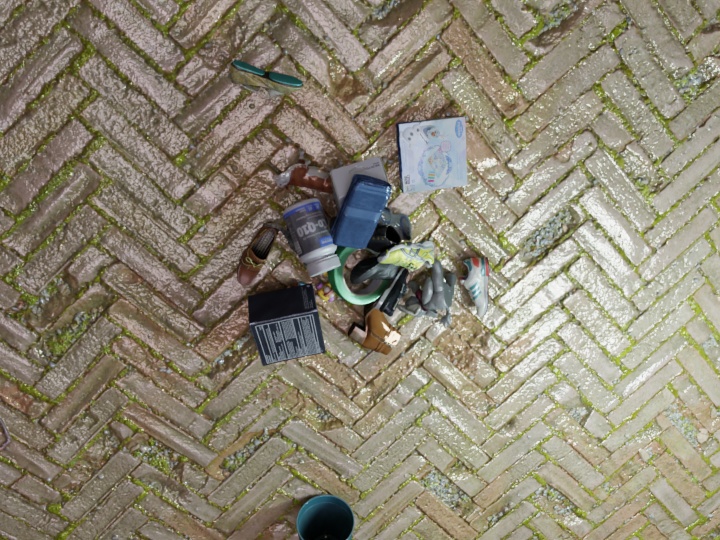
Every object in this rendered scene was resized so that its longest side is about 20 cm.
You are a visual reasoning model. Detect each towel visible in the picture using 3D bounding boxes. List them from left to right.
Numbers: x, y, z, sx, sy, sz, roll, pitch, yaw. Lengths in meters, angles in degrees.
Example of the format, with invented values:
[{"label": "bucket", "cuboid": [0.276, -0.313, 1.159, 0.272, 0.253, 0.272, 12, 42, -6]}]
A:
[{"label": "towel", "cuboid": [0.000, -0.151, 1.431, 0.111, 0.049, 0.201, 10, 123, -22]}]

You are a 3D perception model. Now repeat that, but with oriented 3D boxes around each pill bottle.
[{"label": "pill bottle", "cuboid": [-0.134, -0.091, 1.541, 0.113, 0.114, 0.201, -21, 88, -2]}]

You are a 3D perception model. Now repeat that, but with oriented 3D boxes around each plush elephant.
[{"label": "plush elephant", "cuboid": [0.204, 0.083, 1.699, 0.154, 0.164, 0.202, -9, 73, 30]}]

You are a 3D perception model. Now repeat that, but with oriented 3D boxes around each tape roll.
[{"label": "tape roll", "cuboid": [0.000, 0.000, 1.646, 0.199, 0.048, 0.202, -7, 105, -29]}]

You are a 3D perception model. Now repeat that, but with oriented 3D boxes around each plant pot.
[{"label": "plant pot", "cuboid": [-0.120, 0.924, 1.902, 0.198, 0.201, 0.189, -4, 124, -8]}]

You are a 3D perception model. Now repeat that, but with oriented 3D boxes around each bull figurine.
[{"label": "bull figurine", "cuboid": [-0.145, -0.273, 1.549, 0.198, 0.066, 0.122, 8, 140, -19]}]

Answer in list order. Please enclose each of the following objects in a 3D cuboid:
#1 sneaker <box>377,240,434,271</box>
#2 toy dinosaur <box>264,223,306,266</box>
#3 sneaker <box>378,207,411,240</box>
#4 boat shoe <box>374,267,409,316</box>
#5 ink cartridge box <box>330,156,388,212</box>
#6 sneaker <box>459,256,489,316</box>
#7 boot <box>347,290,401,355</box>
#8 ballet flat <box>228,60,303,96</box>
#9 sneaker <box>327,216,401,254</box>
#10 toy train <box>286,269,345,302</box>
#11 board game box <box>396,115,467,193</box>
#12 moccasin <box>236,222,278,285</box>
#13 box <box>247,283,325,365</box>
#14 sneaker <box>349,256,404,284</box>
[{"label": "sneaker", "cuboid": [0.138, -0.038, 1.563, 0.199, 0.075, 0.077, -9, 81, -31]}, {"label": "toy dinosaur", "cuboid": [-0.193, -0.097, 1.597, 0.047, 0.089, 0.200, -16, 130, 36]}, {"label": "sneaker", "cuboid": [0.081, -0.137, 1.623, 0.199, 0.087, 0.075, 25, 64, -45]}, {"label": "boat shoe", "cuboid": [0.108, 0.064, 1.652, 0.060, 0.200, 0.076, 34, 140, 2]}, {"label": "ink cartridge box", "cuboid": [-0.002, -0.219, 1.523, 0.143, 0.200, 0.084, -17, 75, -3]}, {"label": "sneaker", "cuboid": [0.363, 0.051, 1.757, 0.092, 0.070, 0.202, 1, 111, 9]}, {"label": "boot", "cuboid": [0.071, 0.168, 1.739, 0.154, 0.074, 0.201, 29, 113, -16]}, {"label": "ballet flat", "cuboid": [-0.254, -0.504, 1.469, 0.198, 0.071, 0.071, 12, 106, -14]}, {"label": "sneaker", "cuboid": [0.013, -0.113, 1.527, 0.199, 0.106, 0.075, 19, 68, -27]}, {"label": "toy train", "cuboid": [-0.129, 0.028, 1.665, 0.149, 0.056, 0.201, 21, 104, -16]}, {"label": "board game box", "cuboid": [0.210, -0.339, 1.606, 0.197, 0.043, 0.202, -8, 109, -6]}, {"label": "moccasin", "cuboid": [-0.299, -0.043, 1.602, 0.073, 0.078, 0.202, 34, 100, -18]}, {"label": "box", "cuboid": [-0.218, 0.160, 1.627, 0.197, 0.124, 0.201, -11, 134, -6]}, {"label": "sneaker", "cuboid": [0.060, -0.002, 1.611, 0.199, 0.076, 0.091, -29, 117, -21]}]
